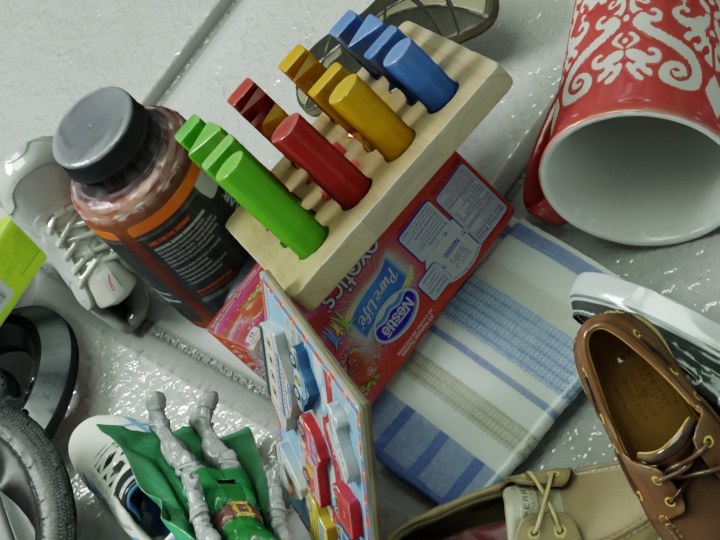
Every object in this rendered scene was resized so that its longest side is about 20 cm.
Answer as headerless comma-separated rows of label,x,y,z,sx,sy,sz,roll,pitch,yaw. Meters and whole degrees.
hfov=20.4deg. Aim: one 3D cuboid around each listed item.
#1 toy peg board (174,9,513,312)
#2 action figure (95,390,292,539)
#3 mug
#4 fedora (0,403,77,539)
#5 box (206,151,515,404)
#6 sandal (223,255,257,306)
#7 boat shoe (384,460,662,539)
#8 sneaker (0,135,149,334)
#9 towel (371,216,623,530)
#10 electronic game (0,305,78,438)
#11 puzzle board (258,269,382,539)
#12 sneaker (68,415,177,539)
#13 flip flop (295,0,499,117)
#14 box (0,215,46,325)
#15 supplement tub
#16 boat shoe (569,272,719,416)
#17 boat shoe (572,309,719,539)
toy peg board,-0.026,-0.101,1.346,0.199,0.098,0.200,-48,23,0
action figure,-0.089,0.154,1.329,0.200,0.117,0.055,54,136,47
mug,0.177,-0.133,1.364,0.176,0.134,0.201,-11,49,27
fedora,-0.266,0.199,1.440,0.199,0.092,0.203,-7,72,21
box,0.000,0.000,1.393,0.201,0.100,0.095,-53,23,-9
sandal,-0.031,-0.033,1.481,0.045,0.075,0.201,21,79,43
boat shoe,0.106,0.160,1.233,0.199,0.066,0.074,-25,46,17
sneaker,-0.206,-0.023,1.516,0.078,0.200,0.100,-37,53,-2
towel,0.091,0.064,1.349,0.200,0.024,0.147,-51,44,-7
electronic game,-0.300,0.114,1.581,0.199,0.042,0.201,-27,40,25
puzzle board,-0.026,0.120,1.278,0.017,0.201,0.151,-19,40,-19
sneaker,-0.154,0.151,1.427,0.072,0.072,0.200,-51,43,-6
flip flop,0.032,-0.171,1.555,0.199,0.057,0.082,-29,48,36
box,-0.334,0.033,1.612,0.199,0.048,0.122,-28,25,44
supplement tub,-0.141,-0.048,1.476,0.106,0.200,0.108,-18,49,23
boat shoe,0.202,0.060,1.232,0.199,0.069,0.057,27,81,36
boat shoe,0.184,0.111,1.162,0.072,0.068,0.201,-35,75,10
